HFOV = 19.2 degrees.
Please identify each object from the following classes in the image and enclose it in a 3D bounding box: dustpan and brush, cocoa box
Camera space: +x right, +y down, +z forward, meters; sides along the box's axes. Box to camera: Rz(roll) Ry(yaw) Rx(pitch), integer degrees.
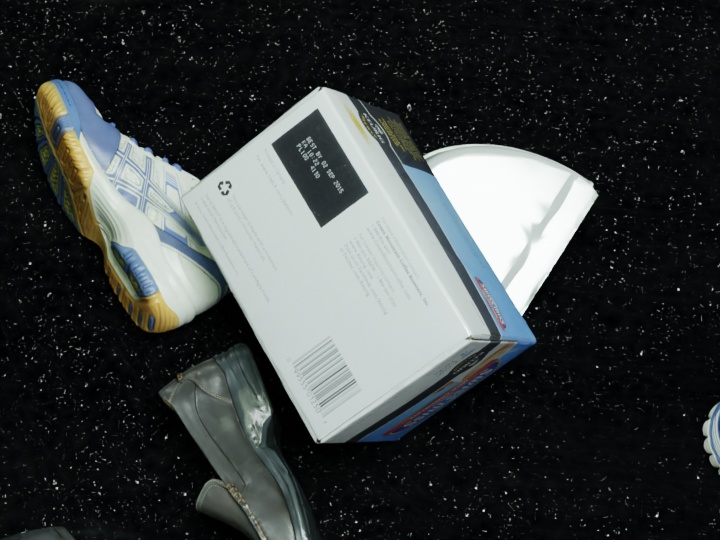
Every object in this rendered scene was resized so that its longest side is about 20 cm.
[{"bbox_3d":[0.050,-0.053,1.530,0.200,0.057,0.140,33,83,2],"label":"dustpan and brush"},{"bbox_3d":[0.000,0.000,1.437,0.133,0.131,0.200,-36,73,17],"label":"cocoa box"}]

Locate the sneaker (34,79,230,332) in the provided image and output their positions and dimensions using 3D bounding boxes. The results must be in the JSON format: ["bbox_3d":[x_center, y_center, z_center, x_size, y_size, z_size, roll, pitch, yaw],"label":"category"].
[{"bbox_3d":[-0.158,-0.053,1.509,0.088,0.075,0.200,-26,80,-24],"label":"sneaker"}]

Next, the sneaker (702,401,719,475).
[{"bbox_3d":[0.309,0.161,1.441,0.078,0.089,0.200,-36,76,-14],"label":"sneaker"}]

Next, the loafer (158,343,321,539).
[{"bbox_3d":[-0.076,0.150,1.437,0.072,0.073,0.200,-20,63,-2],"label":"loafer"}]

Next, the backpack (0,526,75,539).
[{"bbox_3d":[-0.193,0.268,1.350,0.167,0.127,0.200,-25,73,-30],"label":"backpack"}]
